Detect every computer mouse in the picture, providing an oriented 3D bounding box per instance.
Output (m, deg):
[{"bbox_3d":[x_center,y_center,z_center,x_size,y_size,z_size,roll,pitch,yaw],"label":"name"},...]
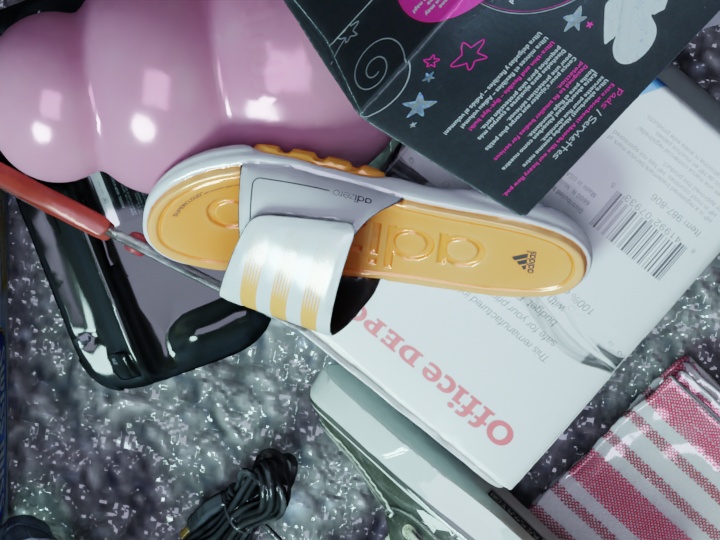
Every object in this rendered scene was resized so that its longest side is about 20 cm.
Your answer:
[{"bbox_3d":[-0.005,0.183,1.429,0.200,0.044,0.110,43,131,-6],"label":"computer mouse"}]

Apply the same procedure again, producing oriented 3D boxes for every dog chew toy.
[{"bbox_3d":[-0.081,-0.091,1.327,0.199,0.125,0.125,-10,104,-8],"label":"dog chew toy"}]

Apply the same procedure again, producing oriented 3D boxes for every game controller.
[{"bbox_3d":[-0.117,-0.042,1.407,0.104,0.042,0.201,-21,102,-4],"label":"game controller"}]

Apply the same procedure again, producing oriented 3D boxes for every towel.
[{"bbox_3d":[0.143,0.157,1.433,0.146,0.030,0.200,43,106,-7],"label":"towel"}]

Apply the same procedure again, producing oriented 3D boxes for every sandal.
[{"bbox_3d":[0.001,-0.005,1.285,0.205,0.059,0.079,6,140,4],"label":"sandal"}]

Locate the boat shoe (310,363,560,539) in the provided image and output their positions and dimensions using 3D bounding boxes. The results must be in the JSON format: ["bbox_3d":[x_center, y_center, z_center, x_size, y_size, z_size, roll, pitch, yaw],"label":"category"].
[{"bbox_3d":[0.041,0.128,1.393,0.200,0.071,0.064,43,105,15],"label":"boat shoe"}]

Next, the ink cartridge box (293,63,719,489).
[{"bbox_3d":[0.079,-0.021,1.362,0.144,0.084,0.200,39,105,-4],"label":"ink cartridge box"}]

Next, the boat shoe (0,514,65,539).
[{"bbox_3d":[-0.134,0.209,1.451,0.075,0.062,0.201,-30,121,1],"label":"boat shoe"}]

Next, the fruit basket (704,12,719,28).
[{"bbox_3d":[0.202,-0.223,1.310,0.184,0.094,0.201,-15,118,10],"label":"fruit basket"}]

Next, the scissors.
[{"bbox_3d":[-0.116,-0.019,1.361,0.199,0.073,0.014,26,86,-6],"label":"scissors"}]

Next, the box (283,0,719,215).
[{"bbox_3d":[0.076,-0.148,1.202,0.200,0.132,0.115,-46,133,14],"label":"box"}]

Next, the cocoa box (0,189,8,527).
[{"bbox_3d":[-0.245,0.057,1.391,0.132,0.131,0.201,3,105,5],"label":"cocoa box"}]
